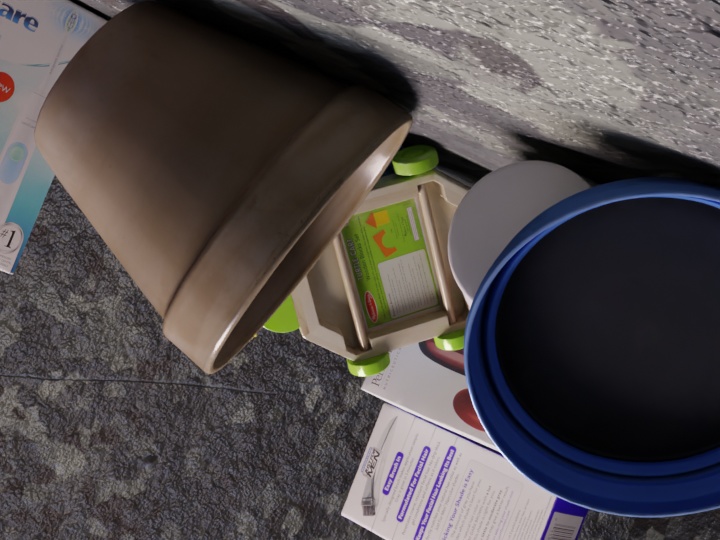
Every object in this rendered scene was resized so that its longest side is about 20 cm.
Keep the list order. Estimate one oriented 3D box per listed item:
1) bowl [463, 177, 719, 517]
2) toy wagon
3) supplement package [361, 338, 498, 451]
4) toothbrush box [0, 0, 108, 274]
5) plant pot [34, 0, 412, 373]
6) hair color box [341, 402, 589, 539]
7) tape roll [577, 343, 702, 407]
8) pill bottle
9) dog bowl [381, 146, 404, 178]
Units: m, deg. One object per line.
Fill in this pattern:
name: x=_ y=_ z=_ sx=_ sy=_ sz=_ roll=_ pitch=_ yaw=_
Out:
bowl: x=0.157 y=0.042 z=0.665 sx=0.200 sy=0.201 sz=0.039 roll=22 pitch=-153 yaw=-3
toy wagon: x=0.000 y=0.000 z=0.893 sx=0.200 sy=0.155 sz=0.040 roll=-17 pitch=-156 yaw=-6
supplement package: x=0.144 y=0.059 z=1.034 sx=0.200 sy=0.191 sz=0.147 roll=20 pitch=177 yaw=25
toothbrush box: x=-0.287 y=-0.118 z=0.873 sx=0.146 sy=0.200 sz=0.085 roll=25 pitch=176 yaw=-40
plant pot: x=-0.094 y=-0.068 z=0.751 sx=0.174 sy=0.200 sz=0.200 roll=39 pitch=178 yaw=3
hair color box: x=0.087 y=0.199 z=1.042 sx=0.200 sy=0.109 sz=0.065 roll=21 pitch=179 yaw=40
tape roll: x=0.196 y=0.058 z=0.788 sx=0.037 sy=0.203 sz=0.203 roll=67 pitch=-166 yaw=18
pill bottle: x=0.129 y=0.001 z=0.791 sx=0.114 sy=0.114 sz=0.200 roll=21 pitch=177 yaw=24
dog bowl: x=0.018 y=-0.034 z=0.934 sx=0.200 sy=0.111 sz=0.050 roll=37 pitch=-173 yaw=-24
